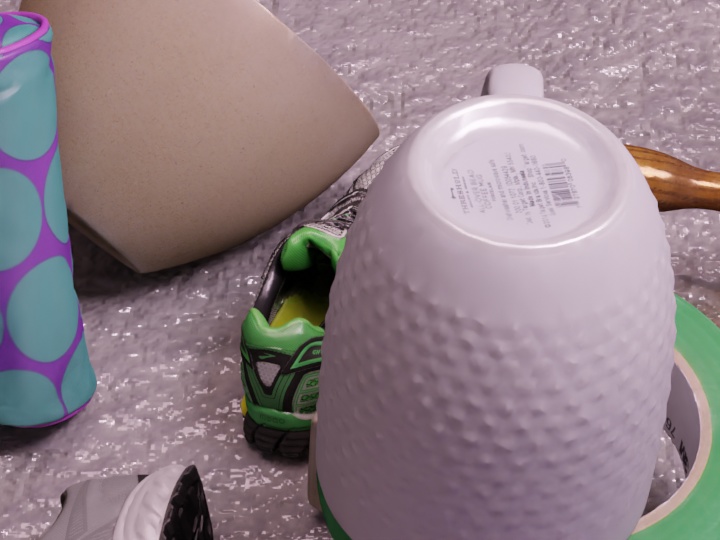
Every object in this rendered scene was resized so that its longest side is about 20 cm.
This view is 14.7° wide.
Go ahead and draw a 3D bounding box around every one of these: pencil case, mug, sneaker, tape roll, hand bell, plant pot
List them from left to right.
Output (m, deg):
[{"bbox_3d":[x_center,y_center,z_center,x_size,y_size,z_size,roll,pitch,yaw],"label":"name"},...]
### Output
[{"bbox_3d":[-0.180,-0.026,1.351,0.084,0.201,0.093,-5,22,0],"label":"pencil case"},{"bbox_3d":[-0.126,0.165,1.240,0.079,0.074,0.201,-1,35,17],"label":"sneaker"},{"bbox_3d":[-0.108,-0.079,1.434,0.200,0.200,0.135,33,82,34],"label":"plant pot"},{"bbox_3d":[0.000,0.000,1.392,0.078,0.086,0.200,12,44,17],"label":"sneaker"},{"bbox_3d":[0.058,0.003,1.155,0.147,0.176,0.201,4,46,0],"label":"mug"},{"bbox_3d":[0.080,0.079,1.239,0.199,0.048,0.201,2,47,-2],"label":"tape roll"},{"bbox_3d":[0.190,-0.038,1.379,0.199,0.105,0.104,10,43,2],"label":"hand bell"}]

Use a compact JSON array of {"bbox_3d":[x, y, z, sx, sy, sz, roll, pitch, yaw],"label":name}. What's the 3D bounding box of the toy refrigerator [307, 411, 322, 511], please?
[{"bbox_3d":[0.059,0.048,1.349,0.076,0.070,0.200,25,50,20],"label":"toy refrigerator"}]
